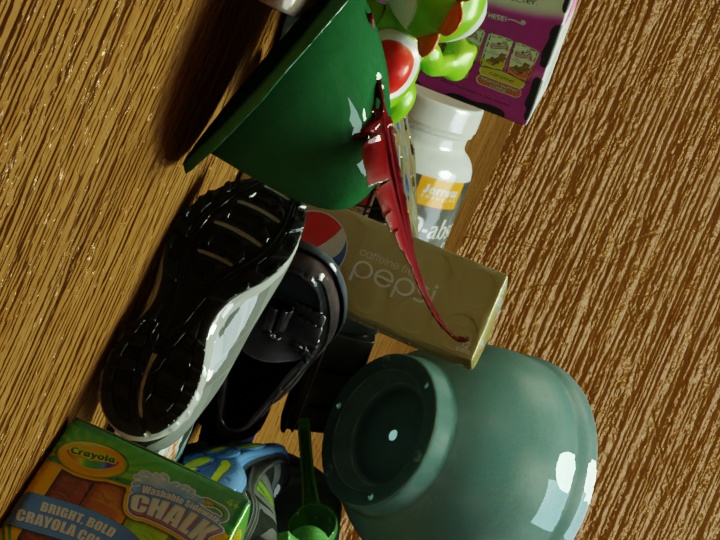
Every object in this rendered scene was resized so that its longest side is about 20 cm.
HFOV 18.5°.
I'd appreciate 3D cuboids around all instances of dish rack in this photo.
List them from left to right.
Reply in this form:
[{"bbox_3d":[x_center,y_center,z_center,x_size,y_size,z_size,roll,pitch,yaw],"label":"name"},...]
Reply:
[{"bbox_3d":[-0.013,0.020,1.734,0.200,0.055,0.153,-85,-167,-53],"label":"dish rack"}]

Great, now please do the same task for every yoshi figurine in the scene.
[{"bbox_3d":[0.024,-0.164,1.396,0.112,0.112,0.200,-14,156,-52],"label":"yoshi figurine"}]

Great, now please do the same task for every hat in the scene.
[{"bbox_3d":[0.009,-0.062,1.310,0.200,0.176,0.166,-54,-171,-30],"label":"hat"}]

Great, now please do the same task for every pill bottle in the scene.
[{"bbox_3d":[0.028,-0.065,1.923,0.116,0.116,0.200,-45,157,-73],"label":"pill bottle"}]

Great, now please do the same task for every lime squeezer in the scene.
[{"bbox_3d":[-0.035,0.175,1.564,0.200,0.038,0.071,-79,173,-71],"label":"lime squeezer"}]

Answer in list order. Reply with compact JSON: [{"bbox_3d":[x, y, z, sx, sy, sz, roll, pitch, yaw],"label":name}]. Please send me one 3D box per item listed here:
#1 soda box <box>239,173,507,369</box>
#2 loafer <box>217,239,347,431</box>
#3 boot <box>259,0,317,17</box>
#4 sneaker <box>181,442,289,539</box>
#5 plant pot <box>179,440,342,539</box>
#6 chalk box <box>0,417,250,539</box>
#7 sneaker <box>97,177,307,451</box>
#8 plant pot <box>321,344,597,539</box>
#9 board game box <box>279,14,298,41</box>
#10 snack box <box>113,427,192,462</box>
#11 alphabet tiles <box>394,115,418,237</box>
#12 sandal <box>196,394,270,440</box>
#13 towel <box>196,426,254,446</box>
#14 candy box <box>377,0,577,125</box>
[{"bbox_3d":[0.000,0.000,1.545,0.064,0.200,0.068,68,45,-81],"label":"soda box"},{"bbox_3d":[-0.059,0.051,1.519,0.063,0.072,0.200,-62,178,-31],"label":"loafer"},{"bbox_3d":[-0.022,-0.213,1.222,0.146,0.070,0.200,-65,173,1],"label":"boot"},{"bbox_3d":[-0.092,0.168,1.552,0.200,0.071,0.083,-40,122,-80],"label":"sneaker"},{"bbox_3d":[-0.104,0.249,1.694,0.200,0.200,0.196,-54,157,-63],"label":"plant pot"},{"bbox_3d":[-0.148,0.183,1.326,0.124,0.125,0.200,107,8,-46],"label":"chalk box"},{"bbox_3d":[-0.100,0.026,1.399,0.200,0.074,0.079,-58,168,-20],"label":"sneaker"},{"bbox_3d":[0.057,0.137,1.643,0.200,0.134,0.200,-26,-129,37],"label":"plant pot"},{"bbox_3d":[-0.005,-0.215,1.487,0.151,0.037,0.200,-58,168,-52],"label":"board game box"},{"bbox_3d":[-0.135,0.097,1.502,0.116,0.037,0.200,-39,151,-80],"label":"snack box"},{"bbox_3d":[0.025,-0.122,1.733,0.200,0.006,0.166,73,12,-51],"label":"alphabet tiles"},{"bbox_3d":[-0.069,0.041,1.647,0.055,0.082,0.200,-56,168,-56],"label":"sandal"},{"bbox_3d":[-0.080,0.048,1.769,0.148,0.050,0.200,-70,179,-60],"label":"towel"},{"bbox_3d":[0.082,-0.212,1.450,0.061,0.136,0.200,-59,170,-55],"label":"candy box"}]
